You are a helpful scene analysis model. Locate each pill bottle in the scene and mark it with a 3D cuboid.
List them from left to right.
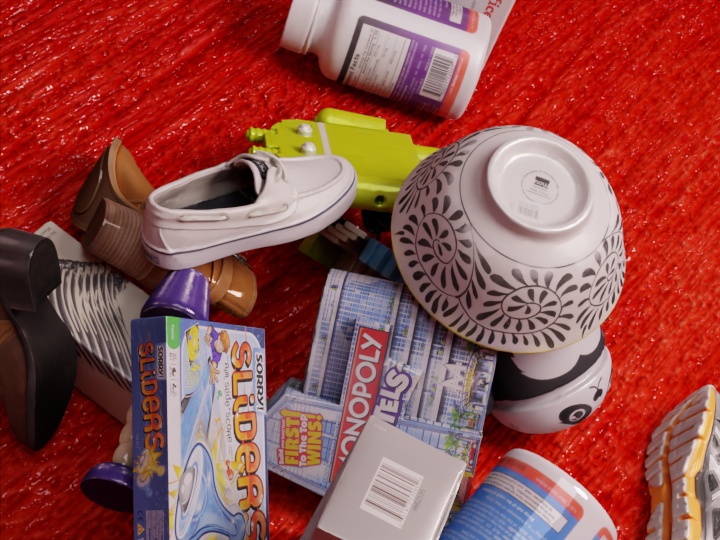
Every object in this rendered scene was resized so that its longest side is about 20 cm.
[{"bbox_3d":[0.023,-0.234,1.465,0.198,0.112,0.112,18,51,-6],"label":"pill bottle"},{"bbox_3d":[0.096,0.246,1.108,0.112,0.112,0.200,39,73,12],"label":"pill bottle"}]

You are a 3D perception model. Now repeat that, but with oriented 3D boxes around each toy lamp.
[{"bbox_3d":[-0.159,0.086,1.114,0.058,0.058,0.202,19,56,-4],"label":"toy lamp"}]

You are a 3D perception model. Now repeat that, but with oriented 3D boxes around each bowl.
[{"bbox_3d":[0.129,-0.045,1.148,0.198,0.094,0.203,5,60,-9],"label":"bowl"}]

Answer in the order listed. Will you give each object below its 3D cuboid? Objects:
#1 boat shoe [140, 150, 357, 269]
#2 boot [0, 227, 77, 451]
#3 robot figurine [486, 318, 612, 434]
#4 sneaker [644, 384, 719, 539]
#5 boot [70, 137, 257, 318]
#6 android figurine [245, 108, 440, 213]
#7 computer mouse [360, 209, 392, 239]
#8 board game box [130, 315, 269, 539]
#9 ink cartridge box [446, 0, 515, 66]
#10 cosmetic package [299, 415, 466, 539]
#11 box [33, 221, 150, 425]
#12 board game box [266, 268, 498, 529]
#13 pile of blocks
[{"bbox_3d":[-0.087,-0.064,1.181,0.198,0.066,0.072,-17,49,-24],"label":"boat shoe"},{"bbox_3d":[-0.329,0.043,1.140,0.198,0.190,0.069,9,35,18],"label":"boot"},{"bbox_3d":[0.143,0.045,1.252,0.149,0.202,0.125,-21,19,10],"label":"robot figurine"},{"bbox_3d":[0.300,0.192,1.276,0.077,0.078,0.202,28,53,-15],"label":"sneaker"},{"bbox_3d":[-0.167,-0.036,1.272,0.154,0.077,0.200,27,12,-24],"label":"boot"},{"bbox_3d":[-0.008,-0.099,1.329,0.197,0.041,0.183,9,26,-10],"label":"android figurine"},{"bbox_3d":[0.074,-0.027,1.372,0.198,0.046,0.141,23,23,-19],"label":"computer mouse"},{"bbox_3d":[-0.118,0.140,1.085,0.135,0.034,0.203,11,75,-61],"label":"board game box"},{"bbox_3d":[0.071,-0.319,1.522,0.198,0.145,0.084,23,51,-2],"label":"ink cartridge box"},{"bbox_3d":[-0.003,0.209,1.071,0.089,0.201,0.107,25,53,3],"label":"cosmetic package"},{"bbox_3d":[-0.209,0.055,1.196,0.199,0.069,0.082,35,52,9],"label":"box"},{"bbox_3d":[0.002,0.110,1.177,0.197,0.202,0.062,11,10,2],"label":"board game box"},{"bbox_3d":[0.000,0.000,1.306,0.199,0.082,0.063,33,91,10],"label":"pile of blocks"}]
